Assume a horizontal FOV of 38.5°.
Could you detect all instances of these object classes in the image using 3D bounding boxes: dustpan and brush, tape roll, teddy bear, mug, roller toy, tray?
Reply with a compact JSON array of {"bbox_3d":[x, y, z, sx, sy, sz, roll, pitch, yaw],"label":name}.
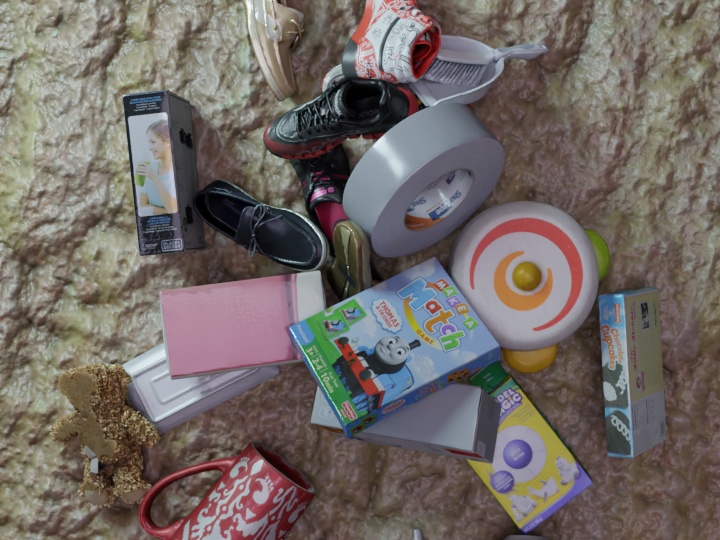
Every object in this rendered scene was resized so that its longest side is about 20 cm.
[{"bbox_3d":[0.150,-0.265,1.310,0.199,0.140,0.057,-4,133,-28],"label":"dustpan and brush"},{"bbox_3d":[0.078,-0.107,1.255,0.200,0.200,0.066,-39,65,3],"label":"tape roll"},{"bbox_3d":[-0.333,0.216,1.357,0.144,0.067,0.201,-25,92,21],"label":"teddy bear"},{"bbox_3d":[-0.173,0.318,1.312,0.177,0.133,0.200,39,89,-21],"label":"mug"},{"bbox_3d":[0.199,0.007,1.287,0.182,0.140,0.200,34,93,1],"label":"roller toy"},{"bbox_3d":[-0.218,0.134,1.366,0.199,0.022,0.108,-27,92,3],"label":"tray"}]

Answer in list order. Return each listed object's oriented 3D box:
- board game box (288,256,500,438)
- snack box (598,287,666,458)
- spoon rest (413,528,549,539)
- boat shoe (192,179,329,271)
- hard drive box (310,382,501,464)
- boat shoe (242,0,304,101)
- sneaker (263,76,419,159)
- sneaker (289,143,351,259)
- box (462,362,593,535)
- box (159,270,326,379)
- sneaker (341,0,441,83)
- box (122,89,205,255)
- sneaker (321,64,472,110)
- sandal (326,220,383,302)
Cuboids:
[{"bbox_3d":[0.038,0.085,1.199,0.199,0.037,0.152,-25,55,-13],"label":"board game box"},{"bbox_3d":[0.343,0.125,1.299,0.037,0.116,0.201,-2,92,37],"label":"snack box"},{"bbox_3d":[0.167,0.371,1.330,0.199,0.099,0.061,2,70,10],"label":"spoon rest"},{"bbox_3d":[-0.129,-0.054,1.307,0.199,0.062,0.075,30,113,19],"label":"boat shoe"},{"bbox_3d":[0.060,0.176,1.261,0.199,0.156,0.077,6,76,18],"label":"hard drive box"},{"bbox_3d":[-0.107,-0.320,1.321,0.069,0.074,0.201,-14,91,8],"label":"boat shoe"},{"bbox_3d":[-0.034,-0.187,1.245,0.199,0.098,0.071,-11,76,17],"label":"sneaker"},{"bbox_3d":[-0.042,-0.110,1.321,0.076,0.084,0.201,-23,91,2],"label":"sneaker"},{"bbox_3d":[0.195,0.227,1.342,0.117,0.048,0.200,-39,88,3],"label":"box"},{"bbox_3d":[-0.146,0.068,1.289,0.199,0.128,0.110,-8,88,-10],"label":"box"},{"bbox_3d":[0.057,-0.316,1.281,0.107,0.067,0.202,8,66,28],"label":"sneaker"},{"bbox_3d":[-0.248,-0.121,1.314,0.060,0.117,0.201,-5,93,5],"label":"box"},{"bbox_3d":[0.047,-0.217,1.308,0.199,0.082,0.078,14,107,3],"label":"sneaker"},{"bbox_3d":[0.000,0.000,1.275,0.054,0.200,0.080,-27,65,-19],"label":"sandal"}]
